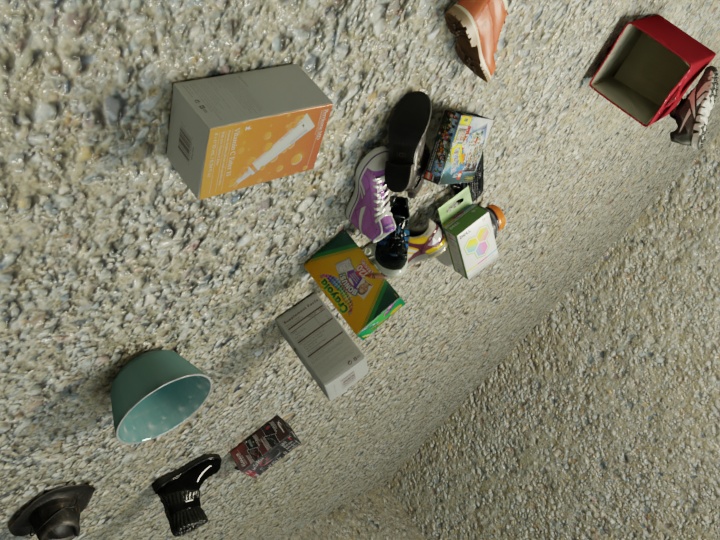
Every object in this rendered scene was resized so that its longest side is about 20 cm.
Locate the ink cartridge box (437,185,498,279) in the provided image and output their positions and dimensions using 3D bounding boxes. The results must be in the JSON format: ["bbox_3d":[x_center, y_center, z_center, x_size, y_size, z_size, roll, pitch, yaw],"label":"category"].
[{"bbox_3d":[0.259,-0.087,1.611,0.103,0.059,0.201,-36,131,-16],"label":"ink cartridge box"}]

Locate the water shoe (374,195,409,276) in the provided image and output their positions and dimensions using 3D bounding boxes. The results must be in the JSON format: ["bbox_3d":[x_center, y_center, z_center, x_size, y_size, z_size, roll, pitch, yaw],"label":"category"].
[{"bbox_3d":[0.068,-0.076,1.414,0.071,0.201,0.079,5,136,1],"label":"water shoe"}]

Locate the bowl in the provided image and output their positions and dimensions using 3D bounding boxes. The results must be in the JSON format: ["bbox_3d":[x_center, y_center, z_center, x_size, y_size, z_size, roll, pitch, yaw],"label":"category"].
[{"bbox_3d":[-0.398,0.229,1.303,0.200,0.105,0.201,-32,155,-17],"label":"bowl"}]

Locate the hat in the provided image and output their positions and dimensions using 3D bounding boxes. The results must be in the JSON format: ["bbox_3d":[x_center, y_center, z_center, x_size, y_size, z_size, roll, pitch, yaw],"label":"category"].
[{"bbox_3d":[-0.668,0.560,1.504,0.200,0.081,0.201,-34,156,-17],"label":"hat"}]

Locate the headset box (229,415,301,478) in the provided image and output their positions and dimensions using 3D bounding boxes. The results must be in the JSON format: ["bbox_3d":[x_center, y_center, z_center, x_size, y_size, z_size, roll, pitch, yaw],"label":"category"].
[{"bbox_3d":[-0.291,0.540,2.030,0.199,0.075,0.149,-37,156,-7],"label":"headset box"}]

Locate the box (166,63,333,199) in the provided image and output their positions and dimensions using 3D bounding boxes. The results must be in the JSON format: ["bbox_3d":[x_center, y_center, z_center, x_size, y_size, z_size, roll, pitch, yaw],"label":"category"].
[{"bbox_3d":[-0.155,-0.196,0.940,0.199,0.098,0.125,-22,151,-35],"label":"box"}]

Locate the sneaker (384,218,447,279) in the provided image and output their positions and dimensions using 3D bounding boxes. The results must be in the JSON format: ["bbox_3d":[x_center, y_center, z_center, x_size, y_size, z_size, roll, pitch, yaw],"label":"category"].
[{"bbox_3d":[0.105,-0.054,1.615,0.199,0.075,0.090,-28,115,17],"label":"sneaker"}]

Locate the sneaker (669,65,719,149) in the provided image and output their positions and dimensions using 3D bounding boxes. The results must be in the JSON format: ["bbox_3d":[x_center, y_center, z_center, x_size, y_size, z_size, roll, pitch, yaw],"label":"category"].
[{"bbox_3d":[0.765,-0.380,1.558,0.066,0.090,0.202,24,81,-55],"label":"sneaker"}]

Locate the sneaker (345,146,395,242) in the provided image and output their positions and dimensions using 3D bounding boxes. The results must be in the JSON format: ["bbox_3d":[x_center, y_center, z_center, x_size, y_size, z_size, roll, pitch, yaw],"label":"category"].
[{"bbox_3d":[0.041,-0.138,1.309,0.072,0.115,0.201,-24,150,-28],"label":"sneaker"}]

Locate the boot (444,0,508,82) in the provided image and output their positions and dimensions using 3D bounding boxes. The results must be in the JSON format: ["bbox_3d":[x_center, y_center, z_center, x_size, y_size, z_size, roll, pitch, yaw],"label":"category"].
[{"bbox_3d":[0.218,-0.408,1.161,0.107,0.075,0.200,-45,155,-1],"label":"boot"}]

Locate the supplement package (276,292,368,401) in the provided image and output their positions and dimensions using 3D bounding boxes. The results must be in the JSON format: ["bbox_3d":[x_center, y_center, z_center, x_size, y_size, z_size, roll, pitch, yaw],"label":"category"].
[{"bbox_3d":[-0.087,0.175,1.549,0.117,0.200,0.117,-34,156,-12],"label":"supplement package"}]

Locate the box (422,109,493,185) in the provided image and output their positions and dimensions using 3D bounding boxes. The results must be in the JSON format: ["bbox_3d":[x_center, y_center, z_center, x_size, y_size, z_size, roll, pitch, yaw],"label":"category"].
[{"bbox_3d":[0.199,-0.246,1.354,0.199,0.037,0.138,-17,128,-61],"label":"box"}]

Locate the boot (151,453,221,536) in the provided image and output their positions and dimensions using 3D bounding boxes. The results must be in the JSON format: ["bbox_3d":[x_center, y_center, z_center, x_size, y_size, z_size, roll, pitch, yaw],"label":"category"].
[{"bbox_3d":[-0.440,0.605,1.820,0.210,0.158,0.080,-22,151,-35],"label":"boot"}]

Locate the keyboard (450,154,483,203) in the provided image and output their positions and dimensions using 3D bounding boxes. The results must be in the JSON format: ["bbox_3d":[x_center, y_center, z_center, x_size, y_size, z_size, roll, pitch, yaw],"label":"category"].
[{"bbox_3d":[0.267,-0.200,1.626,0.104,0.040,0.200,-38,155,-6],"label":"keyboard"}]

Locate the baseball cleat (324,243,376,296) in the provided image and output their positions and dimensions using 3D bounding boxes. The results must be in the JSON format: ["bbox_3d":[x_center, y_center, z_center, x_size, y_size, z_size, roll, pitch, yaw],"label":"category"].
[{"bbox_3d":[0.000,0.000,1.560,0.198,0.070,0.107,-25,160,-11],"label":"baseball cleat"}]

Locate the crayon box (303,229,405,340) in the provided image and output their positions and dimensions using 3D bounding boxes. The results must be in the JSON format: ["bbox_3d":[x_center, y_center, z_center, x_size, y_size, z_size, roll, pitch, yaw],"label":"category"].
[{"bbox_3d":[-0.014,0.030,1.407,0.119,0.200,0.058,-40,157,1],"label":"crayon box"}]

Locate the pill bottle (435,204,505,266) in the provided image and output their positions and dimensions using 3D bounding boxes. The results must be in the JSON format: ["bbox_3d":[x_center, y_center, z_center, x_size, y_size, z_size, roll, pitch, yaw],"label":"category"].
[{"bbox_3d":[0.281,-0.098,1.739,0.199,0.106,0.107,-29,154,-24],"label":"pill bottle"}]

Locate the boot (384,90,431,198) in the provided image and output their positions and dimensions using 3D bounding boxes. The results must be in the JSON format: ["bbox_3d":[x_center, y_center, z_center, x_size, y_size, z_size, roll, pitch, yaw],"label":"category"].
[{"bbox_3d":[0.101,-0.234,1.288,0.174,0.069,0.202,-25,132,-70],"label":"boot"}]

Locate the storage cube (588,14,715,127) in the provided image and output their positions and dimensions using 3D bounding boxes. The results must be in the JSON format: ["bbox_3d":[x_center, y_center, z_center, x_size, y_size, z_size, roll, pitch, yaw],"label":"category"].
[{"bbox_3d":[0.684,-0.474,1.585,0.179,0.200,0.172,-27,153,-41],"label":"storage cube"}]
